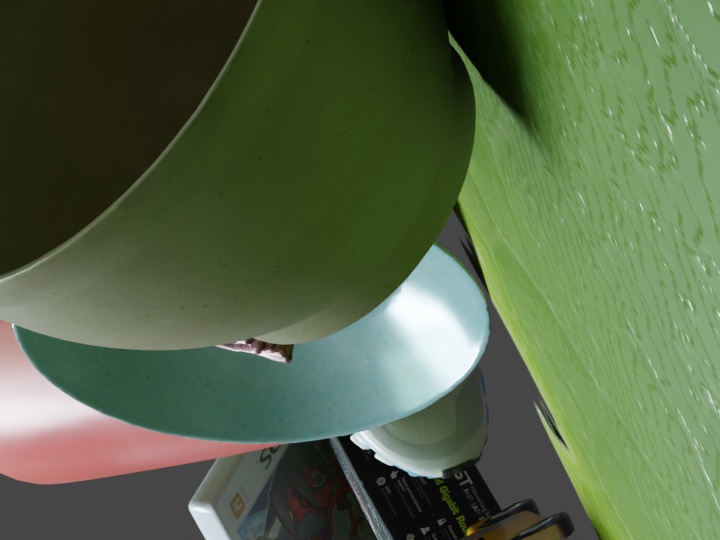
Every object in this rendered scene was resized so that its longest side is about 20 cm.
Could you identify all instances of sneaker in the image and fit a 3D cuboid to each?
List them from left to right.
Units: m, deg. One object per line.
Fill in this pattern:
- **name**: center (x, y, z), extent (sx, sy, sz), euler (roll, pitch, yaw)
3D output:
- **sneaker**: center (0.000, 0.000, 1.310), extent (0.201, 0.075, 0.087), euler (63, 169, 3)

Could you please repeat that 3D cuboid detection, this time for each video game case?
- **video game case**: center (-0.015, 0.144, 1.751), extent (0.023, 0.182, 0.200), euler (0, 132, 33)

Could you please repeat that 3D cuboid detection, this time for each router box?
- **router box**: center (0.044, 0.145, 1.636), extent (0.200, 0.062, 0.150), euler (60, 174, 37)

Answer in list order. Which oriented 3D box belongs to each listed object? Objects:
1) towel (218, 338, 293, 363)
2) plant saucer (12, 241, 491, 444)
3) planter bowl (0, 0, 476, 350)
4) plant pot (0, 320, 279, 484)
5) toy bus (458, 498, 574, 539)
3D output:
- **towel**: center (-0.093, -0.054, 1.148), extent (0.199, 0.145, 0.023), euler (13, 178, 33)
- **plant saucer**: center (-0.046, 0.009, 1.240), extent (0.201, 0.200, 0.039), euler (71, -164, -56)
- **planter bowl**: center (-0.048, -0.057, 0.950), extent (0.135, 0.200, 0.200), euler (32, -163, -38)
- **plant pot**: center (-0.093, 0.010, 1.471), extent (0.177, 0.200, 0.201), euler (-2, 124, 38)
- **toy bus**: center (0.066, 0.152, 1.329), extent (0.065, 0.078, 0.200), euler (64, 175, -1)
